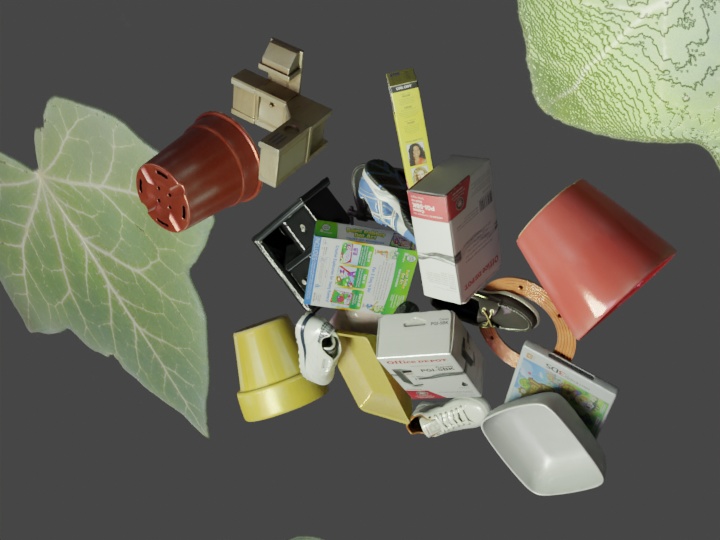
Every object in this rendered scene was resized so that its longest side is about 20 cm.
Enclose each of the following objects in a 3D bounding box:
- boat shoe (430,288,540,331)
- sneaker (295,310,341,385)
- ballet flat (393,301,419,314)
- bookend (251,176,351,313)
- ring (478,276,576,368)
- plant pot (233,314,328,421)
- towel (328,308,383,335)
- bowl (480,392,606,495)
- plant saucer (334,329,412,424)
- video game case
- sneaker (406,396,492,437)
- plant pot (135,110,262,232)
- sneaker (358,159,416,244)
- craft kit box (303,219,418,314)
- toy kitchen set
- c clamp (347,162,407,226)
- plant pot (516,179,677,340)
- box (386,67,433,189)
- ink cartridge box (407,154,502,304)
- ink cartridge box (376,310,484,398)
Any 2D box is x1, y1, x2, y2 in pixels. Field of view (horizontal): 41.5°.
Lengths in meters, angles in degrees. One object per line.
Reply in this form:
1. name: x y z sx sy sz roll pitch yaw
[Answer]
1. boat shoe: 0.217 0.071 1.676 0.199 0.060 0.073 18 130 31
2. sneaker: -0.076 0.171 1.917 0.079 0.077 0.202 19 144 26
3. ballet flat: 0.069 0.133 1.836 0.066 0.057 0.202 29 142 13
4. bookend: -0.083 -0.042 1.864 0.201 0.092 0.198 53 139 -5
5. ring: 0.294 0.097 1.688 0.198 0.019 0.203 23 133 27
6. plant pot: -0.188 0.206 2.080 0.199 0.199 0.192 -16 92 46
7. towel: 0.025 0.136 1.946 0.191 0.032 0.201 43 138 9
8. bowl: 0.336 0.303 1.716 0.201 0.075 0.199 50 141 -9
9. plant saucer: 0.022 0.199 1.906 0.199 0.048 0.202 3 123 60
10. video game case: 0.355 0.235 1.713 0.180 0.022 0.202 29 140 19
11. sneaker: 0.174 0.301 1.896 0.198 0.084 0.074 -19 105 45
12. plant pot: -0.331 -0.186 1.900 0.199 0.195 0.203 23 133 28
13. sneaker: 0.072 -0.103 1.673 0.201 0.075 0.077 51 141 15
14. craft kit box: 0.000 0.000 1.770 0.194 0.049 0.202 11 139 -3
15. toy kitchen set: -0.174 -0.294 1.692 0.198 0.180 0.165 27 133 18
16. c clamp: 0.050 -0.115 1.747 0.197 0.027 0.174 8 117 38
17. plant pot: 0.344 -0.025 1.438 0.178 0.199 0.201 49 140 13
18. box: 0.086 -0.227 1.584 0.049 0.076 0.203 -12 119 2
19. ink cartridge box: 0.160 -0.069 1.587 0.082 0.146 0.203 12 126 36
20. ink cartridge box: 0.129 0.158 1.725 0.144 0.084 0.200 -6 150 23
